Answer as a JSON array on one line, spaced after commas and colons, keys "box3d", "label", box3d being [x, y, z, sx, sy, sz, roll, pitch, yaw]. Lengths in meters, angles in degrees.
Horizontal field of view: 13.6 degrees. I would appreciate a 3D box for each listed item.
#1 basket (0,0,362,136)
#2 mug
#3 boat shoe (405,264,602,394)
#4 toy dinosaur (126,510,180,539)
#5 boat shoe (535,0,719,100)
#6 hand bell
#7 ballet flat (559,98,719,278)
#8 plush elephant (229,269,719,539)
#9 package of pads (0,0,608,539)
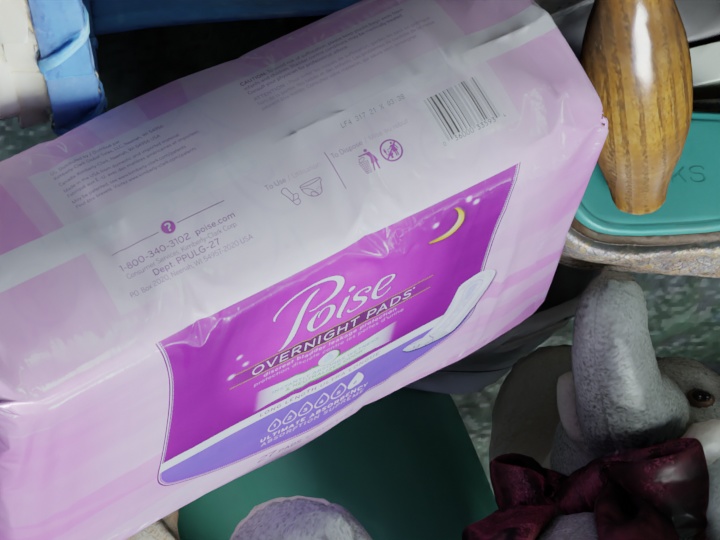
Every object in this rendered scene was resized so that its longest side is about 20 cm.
[{"box3d": [-0.083, -0.127, 0.788, 0.199, 0.140, 0.177, -5, 137, -3], "label": "basket"}, {"box3d": [-0.014, 0.124, 1.039, 0.151, 0.115, 0.185, -25, 159, 9], "label": "mug"}, {"box3d": [0.000, 0.000, 0.953, 0.065, 0.074, 0.200, -31, 163, 36], "label": "boat shoe"}, {"box3d": [-0.103, 0.090, 0.939, 0.086, 0.200, 0.136, -30, 130, -39], "label": "toy dinosaur"}, {"box3d": [0.038, -0.069, 0.940, 0.200, 0.061, 0.072, -11, 172, -3], "label": "boat shoe"}, {"box3d": [0.071, -0.096, 0.810, 0.104, 0.104, 0.201, -11, 132, -7], "label": "hand bell"}, {"box3d": [0.139, -0.025, 0.936, 0.199, 0.068, 0.067, 5, 165, -15], "label": "ballet flat"}, {"box3d": [0.080, 0.078, 0.913, 0.164, 0.155, 0.200, 2, 149, 24], "label": "plush elephant"}, {"box3d": [-0.036, 0.001, 0.822, 0.199, 0.076, 0.121, -27, 157, -23], "label": "package of pads"}]
